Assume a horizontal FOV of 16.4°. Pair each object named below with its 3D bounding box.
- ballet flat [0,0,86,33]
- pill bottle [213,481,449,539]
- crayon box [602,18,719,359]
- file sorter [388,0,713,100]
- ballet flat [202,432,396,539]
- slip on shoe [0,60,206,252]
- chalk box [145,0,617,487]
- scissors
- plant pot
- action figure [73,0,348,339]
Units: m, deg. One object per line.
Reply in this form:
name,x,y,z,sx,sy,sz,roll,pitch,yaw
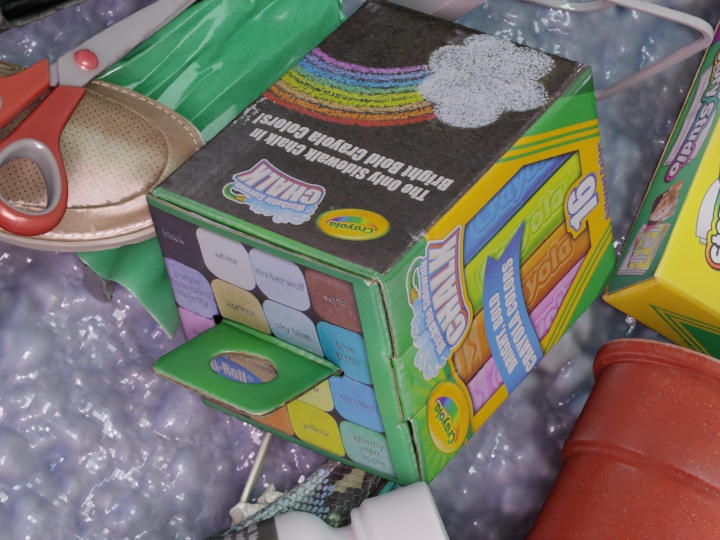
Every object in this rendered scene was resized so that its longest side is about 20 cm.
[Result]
ballet flat,-0.114,-0.138,1.051,0.200,0.066,0.057,-27,49,-38
pill bottle,-0.050,0.165,0.994,0.200,0.114,0.114,-21,86,0
crayon box,0.235,-0.033,1.227,0.173,0.058,0.200,30,68,-13
file sorter,0.091,-0.195,1.162,0.124,0.139,0.200,12,74,-22
ballet flat,0.000,0.070,1.103,0.074,0.074,0.200,44,62,-8
slip on shoe,-0.161,-0.060,1.035,0.200,0.061,0.076,15,71,0
chalk box,0.000,0.000,1.046,0.200,0.125,0.124,-44,140,-32
scissors,-0.125,-0.084,1.025,0.073,0.014,0.200,31,43,-5
plant pot,0.137,0.166,1.076,0.201,0.201,0.195,37,74,-11
action figure,-0.068,-0.077,1.113,0.118,0.055,0.200,43,70,-6
